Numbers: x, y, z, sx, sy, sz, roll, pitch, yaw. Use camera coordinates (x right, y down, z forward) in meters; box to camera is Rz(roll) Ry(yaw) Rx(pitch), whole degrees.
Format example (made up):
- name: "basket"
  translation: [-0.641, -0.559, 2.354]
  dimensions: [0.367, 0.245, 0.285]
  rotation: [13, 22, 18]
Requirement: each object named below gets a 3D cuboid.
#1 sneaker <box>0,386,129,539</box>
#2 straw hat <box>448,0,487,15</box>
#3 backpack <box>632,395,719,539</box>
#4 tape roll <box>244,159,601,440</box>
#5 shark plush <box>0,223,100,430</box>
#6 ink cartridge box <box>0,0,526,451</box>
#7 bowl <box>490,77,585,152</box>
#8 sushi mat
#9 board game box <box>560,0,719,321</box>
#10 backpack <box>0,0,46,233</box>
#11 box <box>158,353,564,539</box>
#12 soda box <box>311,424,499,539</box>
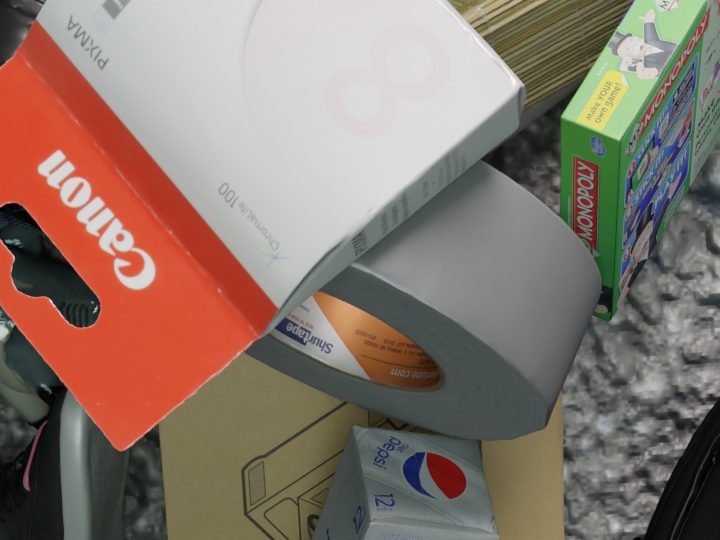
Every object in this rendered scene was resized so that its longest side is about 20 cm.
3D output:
- name: "sneaker"
  translation: [-0.163, 0.108, 0.961]
  dimensions: [0.099, 0.200, 0.071]
  rotation: [15, 53, 3]
- name: "straw hat"
  translation: [0.026, -0.181, 0.849]
  dimensions: [0.201, 0.085, 0.202]
  rotation: [-1, 93, -22]
- name: "backpack"
  translation: [0.215, 0.122, 0.953]
  dimensions: [0.153, 0.176, 0.200]
  rotation: [37, 101, -1]
- name: "tape roll"
  translation: [0.000, 0.000, 0.882]
  dimensions: [0.200, 0.200, 0.066]
  rotation: [27, 72, -4]
- name: "shark plush"
  translation: [-0.182, -0.003, 1.007]
  dimensions: [0.200, 0.091, 0.083]
  rotation: [38, 71, 9]
- name: "ink cartridge box"
  translation: [-0.063, -0.057, 0.776]
  dimensions: [0.200, 0.057, 0.163]
  rotation: [-38, 73, -10]
- name: "bowl"
  translation: [0.037, -0.157, 0.964]
  dimensions: [0.200, 0.075, 0.200]
  rotation: [-39, 97, 4]
- name: "sushi mat"
  translation: [0.060, -0.090, 0.909]
  dimensions: [0.200, 0.096, 0.012]
  rotation: [-30, 64, 0]
- name: "board game box"
  translation: [0.144, -0.093, 0.900]
  dimensions: [0.029, 0.135, 0.200]
  rotation: [23, 61, 20]
- name: "backpack"
  translation: [-0.184, -0.113, 0.911]
  dimensions: [0.200, 0.153, 0.176]
  rotation: [15, 80, 8]
- name: "box"
  translation: [0.002, 0.102, 1.008]
  dimensions: [0.199, 0.021, 0.164]
  rotation: [-5, 104, -7]
- name: "soda box"
  translation: [0.003, 0.170, 0.968]
  dimensions: [0.063, 0.068, 0.200]
  rotation: [8, 125, -15]
